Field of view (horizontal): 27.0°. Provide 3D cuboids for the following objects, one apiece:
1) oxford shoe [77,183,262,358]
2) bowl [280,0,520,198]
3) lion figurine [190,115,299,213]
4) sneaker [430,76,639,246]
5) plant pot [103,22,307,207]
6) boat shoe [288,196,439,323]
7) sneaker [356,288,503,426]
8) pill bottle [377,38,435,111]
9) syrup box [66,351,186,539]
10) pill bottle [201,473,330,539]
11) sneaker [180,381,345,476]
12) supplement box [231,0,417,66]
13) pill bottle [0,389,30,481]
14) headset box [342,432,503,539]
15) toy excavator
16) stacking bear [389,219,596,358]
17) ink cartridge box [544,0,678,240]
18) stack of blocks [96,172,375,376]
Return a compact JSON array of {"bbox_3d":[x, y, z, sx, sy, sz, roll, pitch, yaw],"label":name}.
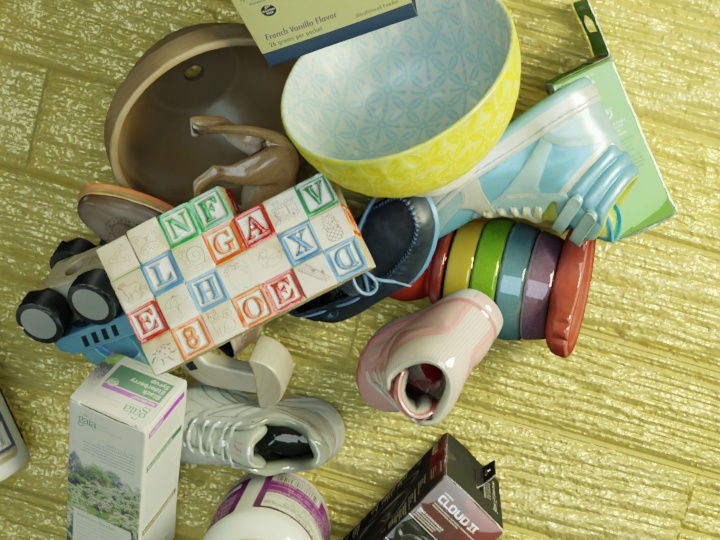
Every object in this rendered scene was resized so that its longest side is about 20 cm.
[{"bbox_3d":[-0.168,-0.001,1.293,0.199,0.071,0.073,34,56,-2],"label":"oxford shoe"},{"bbox_3d":[0.045,-0.123,1.199,0.198,0.201,0.108,-23,133,7],"label":"bowl"},{"bbox_3d":[-0.081,-0.066,1.306,0.121,0.201,0.073,-4,57,0],"label":"lion figurine"},{"bbox_3d":[0.144,-0.054,1.257,0.199,0.079,0.131,-36,88,27],"label":"sneaker"},{"bbox_3d":[-0.135,-0.150,1.324,0.200,0.201,0.093,-31,51,7],"label":"plant pot"},{"bbox_3d":[0.000,0.000,1.296,0.085,0.068,0.200,62,142,21],"label":"boat shoe"},{"bbox_3d":[0.039,0.095,1.315,0.075,0.105,0.200,42,141,-8],"label":"sneaker"},{"bbox_3d":[0.042,-0.168,1.319,0.110,0.111,0.202,19,99,1],"label":"pill bottle"},{"bbox_3d":[-0.213,0.181,1.356,0.078,0.082,0.202,20,126,14],"label":"syrup box"},{"bbox_3d":[-0.088,0.257,1.344,0.111,0.200,0.114,1,98,4],"label":"pill bottle"},{"bbox_3d":[-0.116,0.149,1.381,0.197,0.099,0.079,0,98,4],"label":"sneaker"},{"bbox_3d":[-0.056,-0.316,1.194,0.133,0.201,0.200,-17,141,13],"label":"supplement box"},{"bbox_3d":[-0.396,0.109,1.390,0.110,0.111,0.202,-23,96,7],"label":"pill bottle"},{"bbox_3d":[0.049,0.244,1.359,0.077,0.149,0.200,44,98,-4],"label":"headset box"},{"bbox_3d":[-0.182,0.055,1.372,0.193,0.100,0.201,-18,122,30],"label":"toy excavator"},{"bbox_3d":[0.103,0.002,1.343,0.198,0.114,0.123,12,78,14],"label":"stacking bear"},{"bbox_3d":[0.208,-0.133,1.317,0.059,0.104,0.202,-24,96,6],"label":"ink cartridge box"},{"bbox_3d":[-0.101,-0.010,1.232,0.198,0.059,0.116,-26,88,6],"label":"stack of blocks"}]
